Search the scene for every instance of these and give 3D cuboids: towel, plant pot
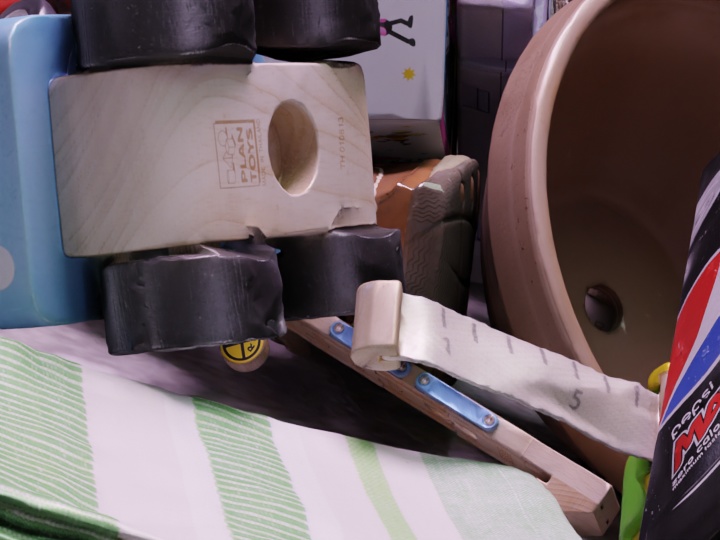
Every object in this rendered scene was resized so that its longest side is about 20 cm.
[{"bbox_3d":[-0.037,0.048,0.594,0.200,0.023,0.153,15,11,-14],"label":"towel"},{"bbox_3d":[0.108,0.003,0.878,0.201,0.201,0.093,10,-23,-34],"label":"plant pot"}]

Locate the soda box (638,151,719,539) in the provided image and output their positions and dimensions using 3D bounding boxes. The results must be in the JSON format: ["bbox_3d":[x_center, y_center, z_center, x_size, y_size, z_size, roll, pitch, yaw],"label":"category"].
[{"bbox_3d":[0.124,0.024,0.684,0.071,0.063,0.200,32,36,-9],"label":"soda box"}]

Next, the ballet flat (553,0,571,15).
[{"bbox_3d":[0.111,-0.069,1.040,0.068,0.075,0.200,-11,47,12],"label":"ballet flat"}]

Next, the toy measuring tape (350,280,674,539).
[{"bbox_3d":[0.075,0.057,0.725,0.200,0.074,0.074,21,10,-20],"label":"toy measuring tape"}]

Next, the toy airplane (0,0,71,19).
[{"bbox_3d":[-0.117,-0.104,0.925,0.199,0.141,0.200,26,-21,10],"label":"toy airplane"}]

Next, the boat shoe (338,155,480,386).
[{"bbox_3d":[0.000,0.000,0.876,0.074,0.076,0.200,7,-5,1],"label":"boat shoe"}]

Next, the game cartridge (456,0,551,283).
[{"bbox_3d":[0.055,-0.092,0.958,0.038,0.130,0.200,-1,-27,2],"label":"game cartridge"}]

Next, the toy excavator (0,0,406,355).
[{"bbox_3d":[-0.113,-0.023,0.711,0.200,0.100,0.194,-6,2,32],"label":"toy excavator"}]

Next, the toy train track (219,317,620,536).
[{"bbox_3d":[-0.011,0.033,0.811,0.200,0.033,0.115,30,-14,22],"label":"toy train track"}]

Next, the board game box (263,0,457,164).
[{"bbox_3d":[0.004,-0.107,0.900,0.064,0.148,0.200,2,-5,5],"label":"board game box"}]

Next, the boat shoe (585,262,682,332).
[{"bbox_3d":[0.150,0.026,1.013,0.200,0.065,0.072,6,17,-45],"label":"boat shoe"}]
